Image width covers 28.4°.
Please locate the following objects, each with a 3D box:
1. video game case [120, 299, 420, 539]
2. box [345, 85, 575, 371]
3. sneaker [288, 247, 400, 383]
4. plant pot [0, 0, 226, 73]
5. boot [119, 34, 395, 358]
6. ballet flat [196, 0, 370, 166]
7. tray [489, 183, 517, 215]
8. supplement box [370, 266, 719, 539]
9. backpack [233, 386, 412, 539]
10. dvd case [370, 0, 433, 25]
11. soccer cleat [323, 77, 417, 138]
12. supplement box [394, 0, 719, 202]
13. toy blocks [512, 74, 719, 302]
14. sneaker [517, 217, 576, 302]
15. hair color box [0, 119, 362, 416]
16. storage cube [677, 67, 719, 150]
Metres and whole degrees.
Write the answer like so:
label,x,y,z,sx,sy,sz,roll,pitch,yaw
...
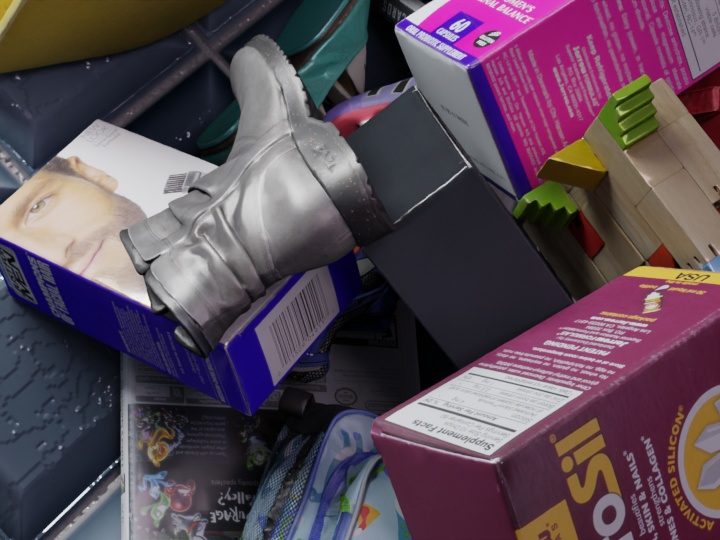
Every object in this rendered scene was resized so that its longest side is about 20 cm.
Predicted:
label,x,y,z,sx,sy,sz,roll,pitch,yaw
video game case,-0.052,0.101,0.893,0.198,0.023,0.183,5,68,-23
box,0.072,0.009,0.828,0.079,0.141,0.200,-37,115,4
sneaker,0.000,0.000,0.911,0.200,0.075,0.079,-40,93,-27
plant pot,-0.145,-0.254,0.897,0.199,0.194,0.197,-7,73,-35
boot,-0.074,-0.047,0.763,0.131,0.200,0.070,-32,123,0
ballet flat,-0.037,-0.124,0.970,0.071,0.067,0.201,50,56,-27
tray,0.081,-0.099,1.028,0.107,0.022,0.201,28,62,-13
supplement box,0.124,0.096,0.715,0.199,0.103,0.132,-28,109,-28
backpack,0.014,0.193,0.798,0.182,0.147,0.201,25,81,-18
dvd case,0.123,-0.180,1.021,0.198,0.025,0.150,-8,33,-29
soccer cleat,0.054,-0.115,0.981,0.198,0.067,0.077,-14,50,-24
supplement box,0.139,-0.149,0.881,0.199,0.101,0.104,-33,122,-10
toy blocks,0.173,-0.013,0.838,0.099,0.200,0.137,-30,77,-20
sneaker,0.157,0.031,0.984,0.082,0.072,0.202,13,66,-22
hair color box,-0.111,-0.008,0.821,0.199,0.065,0.109,21,54,32
storage cube,0.266,-0.035,0.967,0.199,0.170,0.182,14,67,-45
